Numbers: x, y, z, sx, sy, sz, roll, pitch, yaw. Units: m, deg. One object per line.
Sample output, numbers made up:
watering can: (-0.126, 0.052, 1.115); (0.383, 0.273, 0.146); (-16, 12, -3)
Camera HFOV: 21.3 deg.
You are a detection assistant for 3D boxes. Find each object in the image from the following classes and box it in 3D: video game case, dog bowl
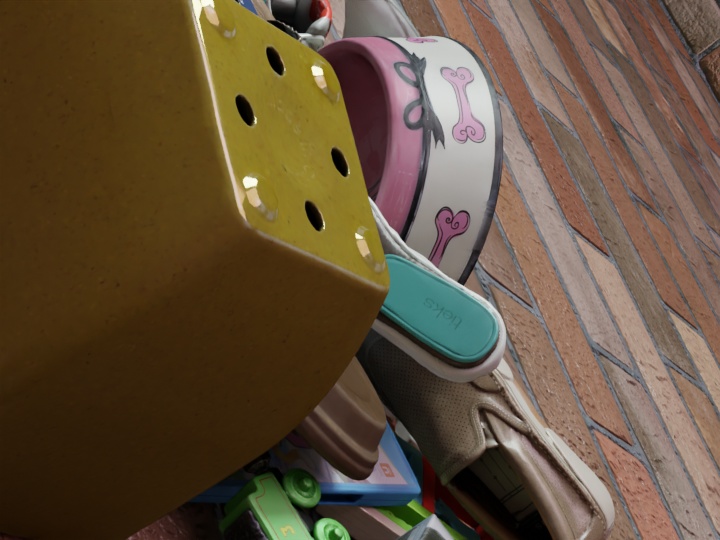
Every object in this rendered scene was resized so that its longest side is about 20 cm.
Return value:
video game case: (-0.058, 0.065, 1.065); (0.199, 0.018, 0.144); (11, 45, -52)
dog bowl: (0.004, -0.060, 1.228); (0.073, 0.200, 0.201); (11, 40, -32)

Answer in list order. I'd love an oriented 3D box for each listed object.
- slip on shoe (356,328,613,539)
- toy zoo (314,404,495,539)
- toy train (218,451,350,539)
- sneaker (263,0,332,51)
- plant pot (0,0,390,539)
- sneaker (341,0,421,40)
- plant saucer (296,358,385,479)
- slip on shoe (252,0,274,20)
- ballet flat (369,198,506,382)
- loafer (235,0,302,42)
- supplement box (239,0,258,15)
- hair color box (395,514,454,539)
slip on shoe: (0.066, 0.102, 1.149); (0.200, 0.076, 0.061); (48, 36, 3)
toy zoo: (0.033, 0.122, 1.187); (0.131, 0.020, 0.200); (37, 22, -14)
toy train: (-0.074, 0.078, 0.962); (0.056, 0.042, 0.201); (-14, 64, -49)
sneaker: (-0.047, -0.146, 1.373); (0.200, 0.093, 0.071); (46, 18, -45)
plant pot: (-0.106, -0.017, 0.803); (0.195, 0.199, 0.195); (24, 46, -55)
sneaker: (0.008, -0.123, 1.350); (0.071, 0.080, 0.201); (56, -14, 37)
plant saucer: (-0.048, 0.020, 1.000); (0.200, 0.029, 0.200); (53, 4, -5)
slip on shoe: (-0.110, -0.193, 1.267); (0.200, 0.076, 0.061); (54, 47, -6)
ballet flat: (0.000, 0.000, 1.117); (0.200, 0.070, 0.069); (39, 16, 14)
loafer: (-0.055, -0.091, 0.963); (0.201, 0.069, 0.075); (61, 1, -23)
supplement box: (-0.182, -0.180, 1.069); (0.199, 0.134, 0.201); (26, 31, -53)
hair color box: (0.069, 0.240, 1.033); (0.200, 0.061, 0.099); (52, 19, -2)
